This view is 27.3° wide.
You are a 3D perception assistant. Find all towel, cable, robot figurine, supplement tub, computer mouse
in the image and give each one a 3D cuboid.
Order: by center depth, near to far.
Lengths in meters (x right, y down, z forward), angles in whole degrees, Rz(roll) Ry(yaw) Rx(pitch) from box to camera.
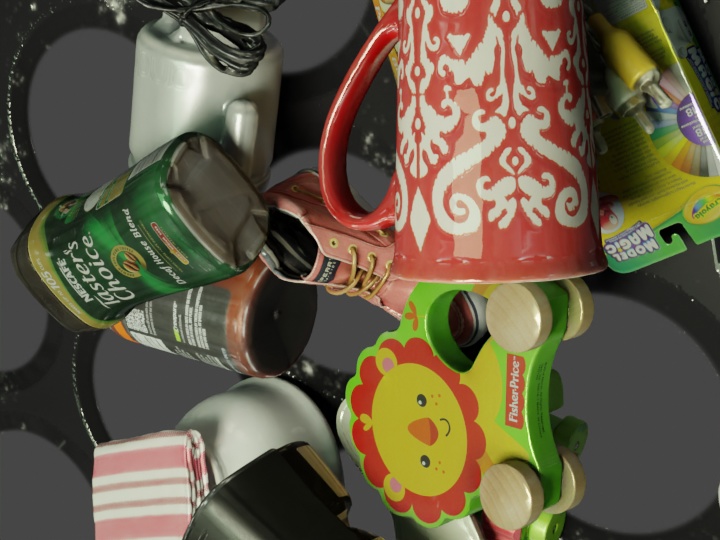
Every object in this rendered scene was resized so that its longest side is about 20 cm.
[{"bbox_3d":[0.126,-0.168,0.958,0.097,0.050,0.201,-36,71,49],"label":"cable"},{"bbox_3d":[-0.072,-0.248,1.067,0.138,0.053,0.200,40,90,6],"label":"computer mouse"},{"bbox_3d":[-0.121,-0.122,1.149,0.170,0.112,0.201,-132,44,-55],"label":"robot figurine"},{"bbox_3d":[-0.166,0.232,1.200,0.146,0.030,0.201,-13,78,47],"label":"towel"},{"bbox_3d":[-0.141,0.017,1.220,0.199,0.107,0.108,14,115,31],"label":"supplement tub"}]

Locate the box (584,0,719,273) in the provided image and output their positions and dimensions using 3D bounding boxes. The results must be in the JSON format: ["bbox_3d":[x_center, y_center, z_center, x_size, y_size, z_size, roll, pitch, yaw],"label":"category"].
[{"bbox_3d":[0.178,-0.106,0.983,0.117,0.048,0.201,-23,90,39],"label":"box"}]

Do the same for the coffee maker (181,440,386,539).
[{"bbox_3d":[-0.033,0.232,1.048,0.200,0.192,0.135,38,106,19],"label":"coffee maker"}]

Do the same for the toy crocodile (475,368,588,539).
[{"bbox_3d":[0.120,0.157,1.113,0.067,0.062,0.201,23,120,27],"label":"toy crocodile"}]

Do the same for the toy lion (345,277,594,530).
[{"bbox_3d":[0.067,0.089,1.053,0.191,0.068,0.201,13,107,42],"label":"toy lion"}]

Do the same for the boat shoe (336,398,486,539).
[{"bbox_3d":[0.055,0.177,1.144,0.073,0.062,0.200,-43,67,25],"label":"boat shoe"}]

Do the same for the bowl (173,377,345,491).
[{"bbox_3d":[-0.111,0.188,1.228,0.200,0.090,0.202,-5,82,44],"label":"bowl"}]

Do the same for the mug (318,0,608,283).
[{"bbox_3d":[0.059,-0.098,0.894,0.177,0.133,0.201,-2,97,2],"label":"mug"}]

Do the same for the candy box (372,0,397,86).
[{"bbox_3d":[0.069,-0.108,1.018,0.115,0.055,0.201,-157,51,-76],"label":"candy box"}]

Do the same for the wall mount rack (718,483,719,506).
[{"bbox_3d":[0.304,0.158,0.932,0.199,0.074,0.175,-11,63,38],"label":"wall mount rack"}]

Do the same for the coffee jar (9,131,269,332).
[{"bbox_3d":[-0.169,-0.023,1.101,0.199,0.085,0.104,-21,119,40],"label":"coffee jar"}]

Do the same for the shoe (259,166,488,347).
[{"bbox_3d":[0.000,0.000,1.121,0.200,0.091,0.072,39,125,18],"label":"shoe"}]
